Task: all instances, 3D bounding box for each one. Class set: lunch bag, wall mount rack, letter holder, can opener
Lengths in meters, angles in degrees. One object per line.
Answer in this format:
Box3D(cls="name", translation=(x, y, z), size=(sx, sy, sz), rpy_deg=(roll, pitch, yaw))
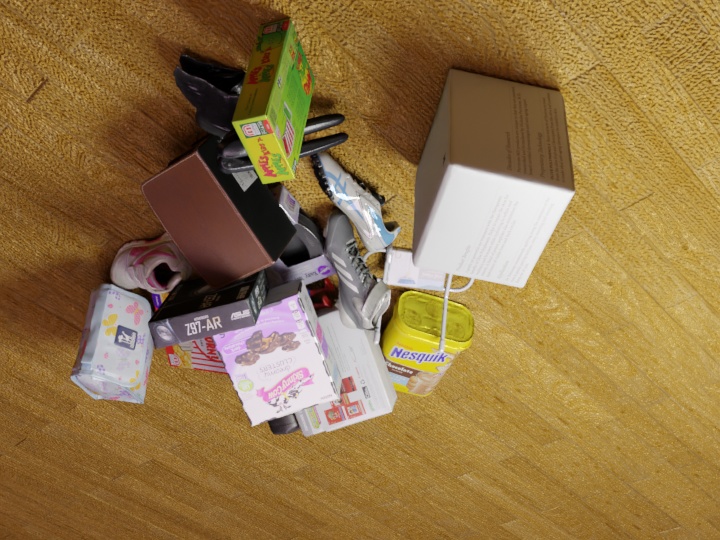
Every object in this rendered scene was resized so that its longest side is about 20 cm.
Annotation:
Box3D(cls="lunch bag", translation=(-0.442, 0.136, 1.529), size=(0.124, 0.173, 0.201), rpy_deg=(5, 157, 4))
Box3D(cls="wall mount rack", translation=(0.093, 0.039, 1.427), size=(0.196, 0.075, 0.177), rpy_deg=(7, 118, 0))
Box3D(cls="letter holder", translation=(-0.217, -0.091, 1.288), size=(0.141, 0.101, 0.202), rpy_deg=(-23, 111, 30))
Box3D(cls="can opener", translation=(-0.108, -0.175, 1.182), size=(0.196, 0.079, 0.065), rpy_deg=(-13, 118, -21))

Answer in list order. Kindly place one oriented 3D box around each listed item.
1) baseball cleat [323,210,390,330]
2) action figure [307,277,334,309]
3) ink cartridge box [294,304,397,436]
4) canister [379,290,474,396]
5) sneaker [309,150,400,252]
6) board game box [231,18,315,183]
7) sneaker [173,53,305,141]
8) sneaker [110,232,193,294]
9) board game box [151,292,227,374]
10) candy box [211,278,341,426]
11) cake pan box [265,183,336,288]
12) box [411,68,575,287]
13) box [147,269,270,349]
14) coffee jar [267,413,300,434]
Box3D(cls="baseball cleat", translation=(0.000, 0.000, 1.378), size=(0.105, 0.070, 0.204), rpy_deg=(5, 116, 34))
Box3D(cls="action figure", translation=(-0.145, 0.058, 1.516), size=(0.197, 0.066, 0.052), rpy_deg=(-15, 142, 22))
Box3D(cls="ink cartridge box", translation=(-0.049, 0.172, 1.514), size=(0.173, 0.084, 0.204), rpy_deg=(-18, 96, 12))
Box3D(cls="canister", translation=(0.106, 0.140, 1.557), size=(0.146, 0.088, 0.201), rpy_deg=(16, 140, -8))
Box3D(cls="sneaker", translation=(-0.009, -0.116, 1.312), size=(0.072, 0.072, 0.201), rpy_deg=(-39, 121, -1))
Box3D(cls="board game box", translation=(-0.108, -0.221, 1.095), size=(0.047, 0.203, 0.102), rpy_deg=(-7, 137, 16))
Box3D(cls="sneaker", translation=(-0.167, -0.232, 1.198), size=(0.196, 0.061, 0.105), rpy_deg=(17, 142, -5))
Box3D(cls="sneaker", translation=(-0.361, -0.004, 1.460), size=(0.197, 0.089, 0.081), rpy_deg=(-22, 131, 29))
Box3D(cls="board game box", translation=(-0.271, 0.104, 1.516), size=(0.197, 0.046, 0.154), rpy_deg=(3, 114, 30))
Box3D(cls="candy box", translation=(-0.140, 0.139, 1.418), size=(0.165, 0.072, 0.203), rpy_deg=(-18, 110, 8))
Box3D(cls="cake pan box", translation=(-0.153, -0.041, 1.419), size=(0.197, 0.053, 0.185), rpy_deg=(-18, 135, 25))
Box3D(cls="box", translation=(0.174, -0.124, 1.164), size=(0.168, 0.203, 0.201), rpy_deg=(10, 140, -6))
Box3D(cls="box", translation=(-0.231, 0.052, 1.329), size=(0.157, 0.200, 0.044), rpy_deg=(-14, 105, 5))
Box3D(cls="coffee jar", translation=(-0.138, 0.195, 1.560), size=(0.103, 0.204, 0.085), rpy_deg=(-13, 179, -42))
